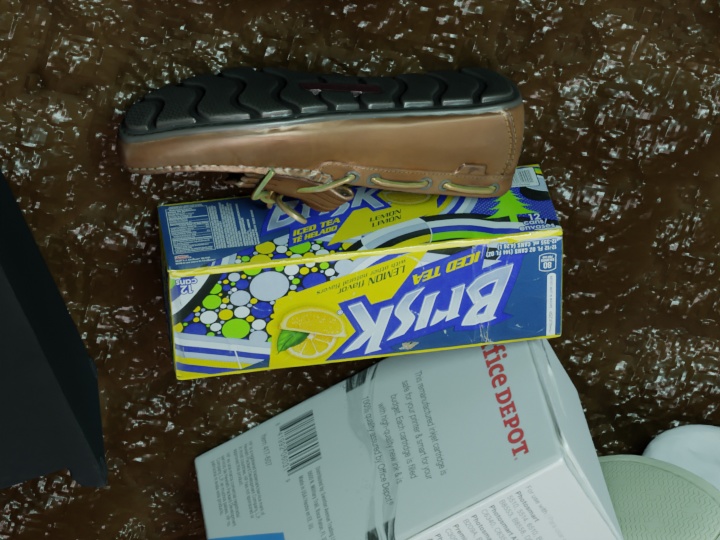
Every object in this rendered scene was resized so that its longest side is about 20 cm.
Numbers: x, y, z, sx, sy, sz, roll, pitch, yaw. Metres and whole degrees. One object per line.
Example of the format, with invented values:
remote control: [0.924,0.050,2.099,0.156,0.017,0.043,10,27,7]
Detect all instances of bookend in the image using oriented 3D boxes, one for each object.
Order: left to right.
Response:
bookend: [-0.251,0.037,1.468,0.198,0.092,0.200,-19,128,5]

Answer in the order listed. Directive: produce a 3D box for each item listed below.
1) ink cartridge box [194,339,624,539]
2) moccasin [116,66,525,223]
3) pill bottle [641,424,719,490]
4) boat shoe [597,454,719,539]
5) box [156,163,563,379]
ink cartridge box: [0.024,0.121,1.545,0.199,0.146,0.084,-27,125,10]
moccasin: [-0.020,-0.058,1.459,0.201,0.074,0.078,-4,117,-19]
pill bottle: [0.171,0.193,1.643,0.116,0.117,0.200,13,122,-19]
boat shoe: [0.123,0.141,1.571,0.200,0.072,0.068,-1,131,45]
box: [0.000,0.000,1.505,0.199,0.064,0.070,-6,126,-6]
